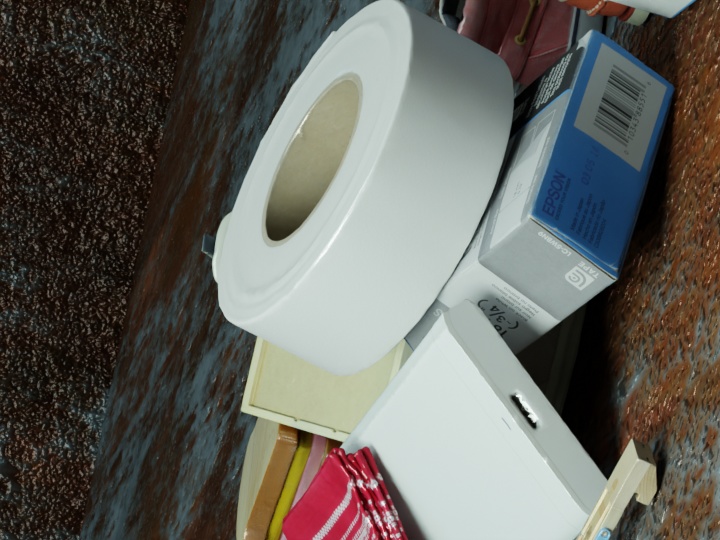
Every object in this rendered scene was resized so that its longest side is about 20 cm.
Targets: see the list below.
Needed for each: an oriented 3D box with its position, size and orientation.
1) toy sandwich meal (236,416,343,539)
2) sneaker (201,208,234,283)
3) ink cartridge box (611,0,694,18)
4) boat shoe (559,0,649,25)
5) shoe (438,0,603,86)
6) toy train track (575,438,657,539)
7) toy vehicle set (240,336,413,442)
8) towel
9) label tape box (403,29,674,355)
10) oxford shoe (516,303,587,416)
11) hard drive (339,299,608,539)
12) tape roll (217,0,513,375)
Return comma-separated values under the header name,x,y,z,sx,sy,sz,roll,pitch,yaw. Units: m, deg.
name,x,y,z,sx,sy,sz,roll,pitch,yaw
toy sandwich meal,-0.033,0.083,1.834,0.205,0.070,0.207,-174,90,-85
sneaker,-0.046,0.000,2.007,0.199,0.129,0.080,104,169,-63
ink cartridge box,0.175,-0.251,1.576,0.115,0.067,0.201,144,140,-73
boat shoe,0.157,-0.243,1.677,0.071,0.062,0.201,172,114,-80
shoe,0.104,-0.201,1.812,0.072,0.090,0.201,121,161,-55
toy train track,0.106,0.177,1.468,0.115,0.032,0.201,-99,32,-67
toy vehicle set,0.000,0.000,1.730,0.124,0.026,0.202,14,91,45
towel,0.013,0.208,1.651,0.201,0.022,0.145,66,157,15
label tape box,0.078,-0.019,1.603,0.200,0.063,0.145,-41,21,47
oxford shoe,0.088,0.049,1.657,0.075,0.057,0.201,151,134,-78
hard drive,0.058,0.112,1.583,0.026,0.132,0.200,-30,-13,-29
tape roll,0.001,-0.047,1.613,0.203,0.070,0.203,-51,23,31
